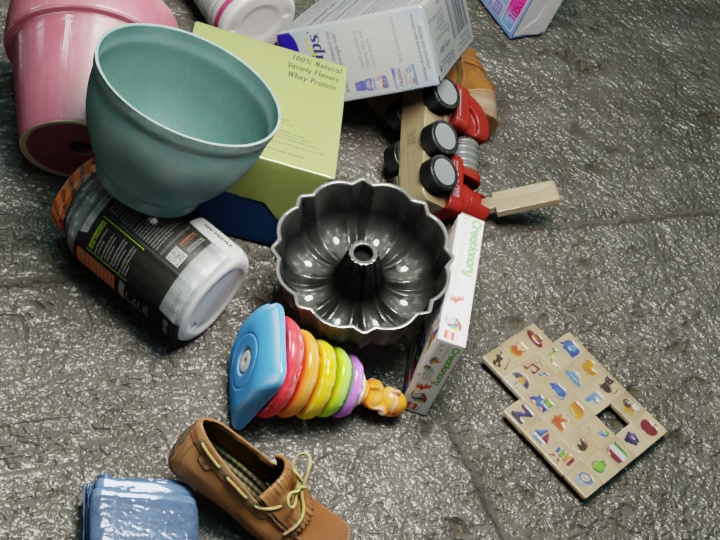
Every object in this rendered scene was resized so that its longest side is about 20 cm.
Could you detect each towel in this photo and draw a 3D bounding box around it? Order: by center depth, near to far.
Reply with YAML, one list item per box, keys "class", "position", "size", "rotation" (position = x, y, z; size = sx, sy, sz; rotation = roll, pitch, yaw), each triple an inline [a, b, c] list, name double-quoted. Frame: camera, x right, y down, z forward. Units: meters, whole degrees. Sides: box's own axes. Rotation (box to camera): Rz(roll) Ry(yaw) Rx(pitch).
- class: "towel"
  position: [-0.200, 0.284, 1.237]
  size: [0.111, 0.049, 0.201]
  rotation: [10, 46, -21]

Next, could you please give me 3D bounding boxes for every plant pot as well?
- class: "plant pot"
  position: [-0.198, -0.141, 1.388]
  size: [0.199, 0.135, 0.201]
  rotation: [20, 35, -14]
- class: "plant pot"
  position: [-0.315, -0.213, 1.542]
  size: [0.198, 0.200, 0.180]
  rotation: [10, 62, -15]

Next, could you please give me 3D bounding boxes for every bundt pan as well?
- class: "bundt pan"
  position: [0.000, 0.000, 1.485]
  size: [0.200, 0.076, 0.203]
  rotation: [3, 58, -4]

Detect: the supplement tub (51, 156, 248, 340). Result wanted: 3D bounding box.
- class: "supplement tub"
  position: [-0.229, -0.028, 1.450]
  size: [0.200, 0.123, 0.122]
  rotation: [39, 46, 11]

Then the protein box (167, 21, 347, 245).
- class: "protein box"
  position: [-0.132, -0.158, 1.599]
  size: [0.197, 0.135, 0.201]
  rotation: [15, 46, -11]

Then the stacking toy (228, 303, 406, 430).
- class: "stacking toy"
  position: [-0.036, 0.119, 1.433]
  size: [0.199, 0.116, 0.110]
  rotation: [17, 47, -25]

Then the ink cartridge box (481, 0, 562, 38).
- class: "ink cartridge box"
  position: [0.227, -0.470, 2.036]
  size: [0.076, 0.137, 0.201]
  rotation: [-10, 55, -35]

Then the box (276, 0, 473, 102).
- class: "box"
  position: [0.022, -0.297, 1.724]
  size: [0.198, 0.106, 0.184]
  rotation: [-6, 23, 23]

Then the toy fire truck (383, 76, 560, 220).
- class: "toy fire truck"
  position: [0.144, -0.139, 1.724]
  size: [0.199, 0.128, 0.177]
  rotation: [22, 58, -35]

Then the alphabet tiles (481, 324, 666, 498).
- class: "alphabet tiles"
  position: [0.239, 0.153, 1.568]
  size: [0.167, 0.008, 0.200]
  rotation: [-28, 66, -39]

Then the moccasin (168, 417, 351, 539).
- class: "moccasin"
  position: [-0.089, 0.211, 1.313]
  size: [0.201, 0.078, 0.074]
  rotation: [40, 33, -9]

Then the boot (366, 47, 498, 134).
- class: "boot"
  position: [0.090, -0.261, 1.841]
  size: [0.199, 0.074, 0.155]
  rotation: [13, 44, -24]

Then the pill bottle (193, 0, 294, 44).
- class: "pill bottle"
  position: [-0.180, -0.396, 1.806]
  size: [0.113, 0.114, 0.201]
  rotation: [-14, 57, -33]

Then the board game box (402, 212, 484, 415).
- class: "board game box"
  position: [0.093, 0.047, 1.524]
  size: [0.034, 0.127, 0.201]
  rotation: [19, 46, -6]
